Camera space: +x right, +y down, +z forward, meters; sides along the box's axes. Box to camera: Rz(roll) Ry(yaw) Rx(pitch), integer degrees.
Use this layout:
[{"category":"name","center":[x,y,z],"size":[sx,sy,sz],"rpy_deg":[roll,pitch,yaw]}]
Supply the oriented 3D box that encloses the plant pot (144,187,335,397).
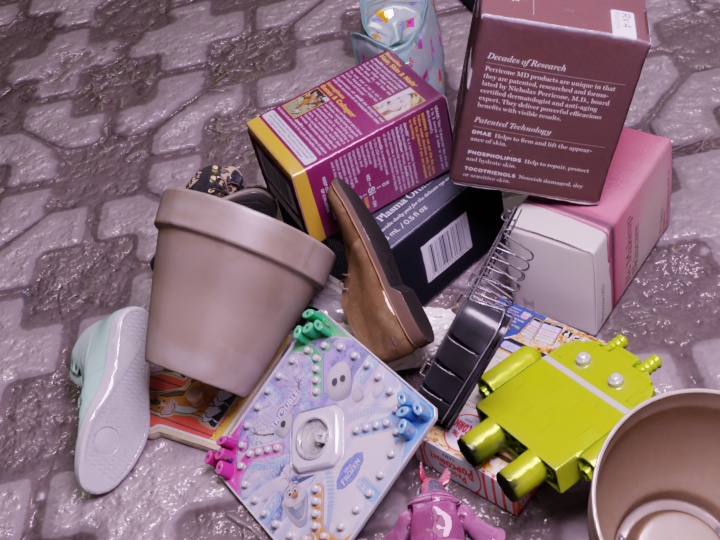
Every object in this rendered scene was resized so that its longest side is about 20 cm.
[{"category":"plant pot","center":[-0.144,0.032,1.087],"size":[0.197,0.199,0.177],"rpy_deg":[15,81,29]}]

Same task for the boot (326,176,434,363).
[{"category":"boot","center":[0.000,0.000,1.062],"size":[0.075,0.073,0.203],"rpy_deg":[-30,75,19]}]

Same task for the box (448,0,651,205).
[{"category":"box","center":[0.188,-0.205,1.053],"size":[0.161,0.202,0.168],"rpy_deg":[9,44,2]}]

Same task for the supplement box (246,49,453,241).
[{"category":"supplement box","center":[-0.009,-0.143,1.159],"size":[0.198,0.104,0.131],"rpy_deg":[-28,44,-12]}]

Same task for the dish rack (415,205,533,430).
[{"category":"dish rack","center":[0.119,0.038,1.006],"size":[0.054,0.155,0.201],"rpy_deg":[28,44,4]}]

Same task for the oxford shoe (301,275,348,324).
[{"category":"oxford shoe","center":[-0.070,0.022,1.206],"size":[0.199,0.075,0.058],"rpy_deg":[30,79,39]}]

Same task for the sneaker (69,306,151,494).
[{"category":"sneaker","center":[-0.287,0.147,1.138],"size":[0.117,0.073,0.204],"rpy_deg":[-16,58,49]}]

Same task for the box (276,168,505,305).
[{"category":"box","center":[0.037,-0.067,1.231],"size":[0.196,0.119,0.199],"rpy_deg":[-38,45,-23]}]

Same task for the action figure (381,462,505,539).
[{"category":"action figure","center":[0.060,0.254,0.870],"size":[0.131,0.150,0.203],"rpy_deg":[-13,55,11]}]

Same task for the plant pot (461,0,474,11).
[{"category":"plant pot","center":[0.223,-0.529,1.623],"size":[0.198,0.202,0.177],"rpy_deg":[-30,33,-16]}]

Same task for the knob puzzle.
[{"category":"knob puzzle","center":[-0.191,0.108,1.177],"size":[0.215,0.031,0.222],"rpy_deg":[-9,43,8]}]

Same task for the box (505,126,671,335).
[{"category":"box","center":[0.257,-0.051,1.139],"size":[0.108,0.129,0.200],"rpy_deg":[20,53,31]}]

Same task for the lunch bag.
[{"category":"lunch bag","center":[0.056,-0.279,1.408],"size":[0.119,0.173,0.202],"rpy_deg":[-7,39,7]}]

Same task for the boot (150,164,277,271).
[{"category":"boot","center":[-0.177,-0.081,1.308],"size":[0.199,0.073,0.152],"rpy_deg":[-33,29,30]}]

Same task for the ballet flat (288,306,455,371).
[{"category":"ballet flat","center":[0.011,0.088,1.106],"size":[0.196,0.072,0.073],"rpy_deg":[-10,41,19]}]

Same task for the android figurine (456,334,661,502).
[{"category":"android figurine","center":[0.191,0.128,0.950],"size":[0.198,0.042,0.182],"rpy_deg":[-32,34,-15]}]

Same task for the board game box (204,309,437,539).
[{"category":"board game box","center":[-0.047,0.164,1.007],"size":[0.199,0.026,0.202],"rpy_deg":[37,92,41]}]

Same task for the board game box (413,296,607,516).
[{"category":"board game box","center":[0.148,0.129,1.040],"size":[0.150,0.047,0.200],"rpy_deg":[24,55,35]}]

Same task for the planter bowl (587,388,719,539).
[{"category":"planter bowl","center":[0.271,0.217,0.826],"size":[0.196,0.136,0.204],"rpy_deg":[1,57,-1]}]
